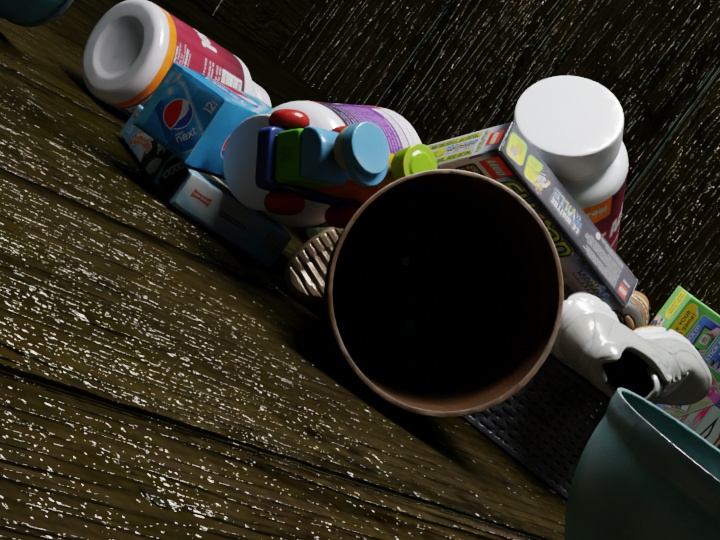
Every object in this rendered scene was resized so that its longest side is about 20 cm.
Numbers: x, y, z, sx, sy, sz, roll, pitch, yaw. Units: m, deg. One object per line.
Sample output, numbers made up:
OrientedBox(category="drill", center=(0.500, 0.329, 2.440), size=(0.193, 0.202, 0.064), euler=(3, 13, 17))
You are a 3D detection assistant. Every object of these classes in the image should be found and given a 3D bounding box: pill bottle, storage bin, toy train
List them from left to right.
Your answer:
OrientedBox(category="pill bottle", center=(-0.186, -0.193, 1.939), size=(0.113, 0.113, 0.200), euler=(42, 8, 40))
OrientedBox(category="pill bottle", center=(-0.034, -0.095, 1.663), size=(0.111, 0.112, 0.200), euler=(39, 20, 23))
OrientedBox(category="toy train", center=(0.019, -0.081, 1.542), size=(0.115, 0.085, 0.199), euler=(-5, -12, 44))
OrientedBox(category="pill bottle", center=(0.182, -0.072, 1.681), size=(0.114, 0.114, 0.201), euler=(40, -27, 27))
OrientedBox(category="storage bin", center=(0.190, 0.138, 1.662), size=(0.200, 0.094, 0.135), euler=(39, 7, 13))

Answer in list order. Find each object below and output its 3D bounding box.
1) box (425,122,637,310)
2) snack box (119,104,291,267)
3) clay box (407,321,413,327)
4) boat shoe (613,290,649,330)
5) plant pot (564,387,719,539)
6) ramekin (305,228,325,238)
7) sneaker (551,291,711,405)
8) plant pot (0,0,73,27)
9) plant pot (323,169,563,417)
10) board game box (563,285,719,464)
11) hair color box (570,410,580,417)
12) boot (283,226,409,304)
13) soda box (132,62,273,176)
OrientedBox(category="box", center=(0.142, -0.037, 1.621), size=(0.110, 0.035, 0.200), euler=(-12, -51, 44))
OrientedBox(category="snack box", center=(-0.144, -0.079, 1.698), size=(0.116, 0.037, 0.200), euler=(33, 7, -30))
OrientedBox(category="clay box", center=(0.096, 0.030, 1.829), size=(0.048, 0.115, 0.200), euler=(38, 8, 10))
OrientedBox(category="boat shoe", center=(0.190, 0.067, 1.778), size=(0.074, 0.199, 0.076), euler=(-35, 105, -57))
OrientedBox(category="plant pot", center=(0.213, 0.192, 1.242), size=(0.200, 0.135, 0.200), euler=(36, 6, -4))
OrientedBox(category="ramekin", center=(0.039, -0.047, 1.969), size=(0.199, 0.098, 0.200), euler=(23, -1, 0))
OrientedBox(category="sneaker", center=(0.244, 0.092, 1.610), size=(0.199, 0.076, 0.092), euler=(21, 22, -39))
OrientedBox(category="plant pot", center=(-0.378, -0.347, 1.772), size=(0.187, 0.201, 0.200), euler=(6, 27, -45))
OrientedBox(category="plant pot", center=(0.046, 0.020, 1.508), size=(0.186, 0.188, 0.200), euler=(35, -8, -9))
OrientedBox(category="board game box", center=(0.291, 0.130, 1.765), size=(0.134, 0.200, 0.029), euler=(32, 9, -29))
OrientedBox(category="hair color box", center=(0.200, 0.112, 1.859), size=(0.060, 0.099, 0.200), euler=(34, 7, -23))
OrientedBox(category="boot", center=(0.000, 0.000, 1.700), size=(0.073, 0.199, 0.166), euler=(67, -25, 6))
OrientedBox(category="soda box", center=(-0.123, -0.127, 1.675), size=(0.064, 0.068, 0.200), euler=(36, 8, 17))
